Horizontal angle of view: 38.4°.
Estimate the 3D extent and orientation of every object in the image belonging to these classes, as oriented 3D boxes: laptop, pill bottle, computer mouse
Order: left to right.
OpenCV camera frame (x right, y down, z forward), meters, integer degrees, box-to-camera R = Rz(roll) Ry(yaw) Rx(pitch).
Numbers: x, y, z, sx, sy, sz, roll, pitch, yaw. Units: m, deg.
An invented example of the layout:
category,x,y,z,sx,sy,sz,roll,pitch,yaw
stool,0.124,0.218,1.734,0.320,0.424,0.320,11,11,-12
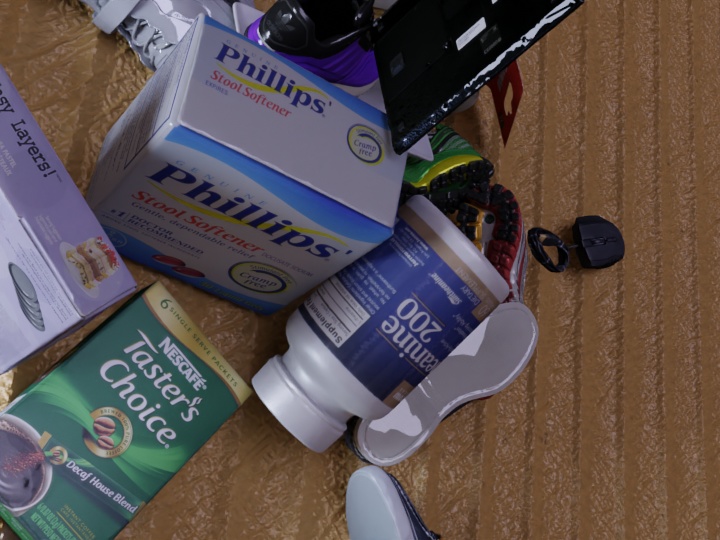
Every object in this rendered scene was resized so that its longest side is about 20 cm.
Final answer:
category,x,y,z,sx,sy,sz,roll,pitch,yaw
pill bottle,0.012,0.046,0.819,0.200,0.111,0.111,-44,103,2
laptop,0.101,-0.196,0.770,0.103,0.177,0.201,18,48,-37
computer mouse,0.226,-0.029,1.055,0.200,0.034,0.059,-6,82,-55

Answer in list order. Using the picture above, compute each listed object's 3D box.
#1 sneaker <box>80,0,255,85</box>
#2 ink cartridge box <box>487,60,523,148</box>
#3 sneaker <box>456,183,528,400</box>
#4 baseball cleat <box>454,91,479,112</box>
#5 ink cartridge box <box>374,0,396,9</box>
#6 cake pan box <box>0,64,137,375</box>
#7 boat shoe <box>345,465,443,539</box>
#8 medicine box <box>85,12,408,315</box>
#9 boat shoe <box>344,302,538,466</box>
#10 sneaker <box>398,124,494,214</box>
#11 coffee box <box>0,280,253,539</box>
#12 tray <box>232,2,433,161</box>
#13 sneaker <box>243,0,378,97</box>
category,x,y,z,sx,sy,sz,roll,pitch,yaw
sneaker,-0.178,-0.202,0.859,0.199,0.075,0.116,12,66,-33
ink cartridge box,0.109,-0.237,1.009,0.057,0.163,0.201,-6,77,1
sneaker,0.129,0.023,0.984,0.082,0.077,0.201,22,76,-68
baseball cleat,0.080,-0.195,0.977,0.107,0.070,0.200,50,16,-15
ink cartridge box,-0.015,-0.373,1.016,0.145,0.084,0.201,2,74,-33
cake pan box,-0.252,-0.038,0.692,0.052,0.184,0.201,-35,94,-40
boat shoe,0.057,0.248,0.876,0.091,0.071,0.201,-22,94,-37
medicine box,-0.093,-0.069,0.793,0.181,0.200,0.103,24,58,-24
boat shoe,0.070,0.097,0.903,0.200,0.060,0.074,-40,100,-17
sneaker,0.023,-0.084,0.967,0.199,0.078,0.085,-16,51,-30
coffee box,-0.186,0.113,0.771,0.123,0.044,0.200,52,55,-8
tray,-0.026,-0.158,0.906,0.199,0.022,0.108,17,46,-34
sneaker,-0.015,-0.196,0.847,0.070,0.099,0.200,53,35,8
